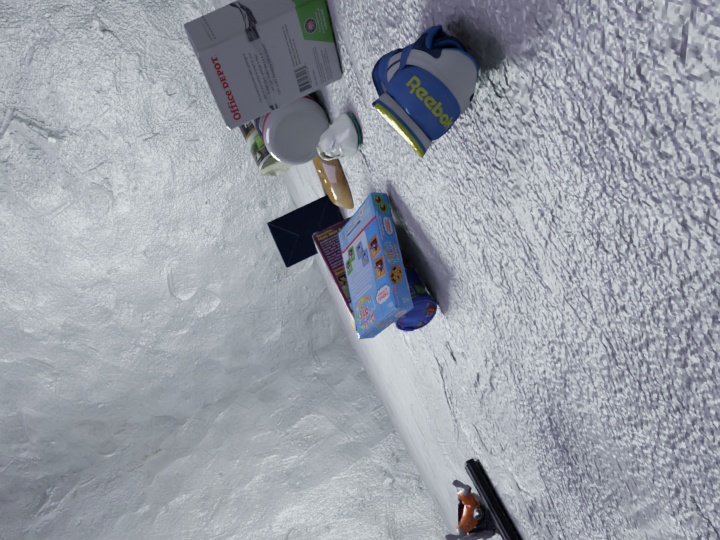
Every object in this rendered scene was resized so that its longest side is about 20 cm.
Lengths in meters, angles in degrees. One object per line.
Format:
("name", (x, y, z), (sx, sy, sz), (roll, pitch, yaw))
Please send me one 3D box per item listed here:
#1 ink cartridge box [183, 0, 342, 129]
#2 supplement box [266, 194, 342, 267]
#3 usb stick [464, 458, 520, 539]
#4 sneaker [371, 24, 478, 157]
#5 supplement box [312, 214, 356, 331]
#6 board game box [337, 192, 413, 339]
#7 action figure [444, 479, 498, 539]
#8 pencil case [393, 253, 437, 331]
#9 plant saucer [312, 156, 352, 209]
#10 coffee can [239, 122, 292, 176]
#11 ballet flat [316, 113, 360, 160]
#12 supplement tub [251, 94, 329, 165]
("ink cartridge box", (-0.141, -0.324, 0.921), (0.085, 0.197, 0.147), (59, 171, 35))
("supplement box", (-0.154, -0.112, 1.776), (0.200, 0.197, 0.136), (-162, 47, -82))
("usb stick", (0.277, 0.492, 1.295), (0.202, 0.032, 0.056), (61, -179, 30))
("sneaker", (0.058, -0.164, 0.535), (0.074, 0.082, 0.201), (38, -158, -19))
("supplement box", (0.000, 0.000, 1.277), (0.103, 0.129, 0.203), (86, 158, -73))
("board game box", (0.020, -0.005, 1.049), (0.151, 0.036, 0.204), (-44, 52, 56))
("action figure", (0.250, 0.559, 1.335), (0.193, 0.103, 0.204), (36, -134, -48))
("pencil case", (0.060, 0.023, 1.096), (0.201, 0.077, 0.088), (59, 137, 46))
("plant saucer", (-0.075, -0.229, 1.448), (0.201, 0.035, 0.203), (90, 155, -75))
("coffee can", (-0.301, -0.432, 2.018), (0.203, 0.144, 0.147), (62, 173, 15))
("ballet flat", (-0.045, -0.225, 1.101), (0.071, 0.068, 0.200), (65, 173, -6))
("supplement tub", (-0.156, -0.325, 1.292), (0.201, 0.138, 0.142), (58, 171, 45))
